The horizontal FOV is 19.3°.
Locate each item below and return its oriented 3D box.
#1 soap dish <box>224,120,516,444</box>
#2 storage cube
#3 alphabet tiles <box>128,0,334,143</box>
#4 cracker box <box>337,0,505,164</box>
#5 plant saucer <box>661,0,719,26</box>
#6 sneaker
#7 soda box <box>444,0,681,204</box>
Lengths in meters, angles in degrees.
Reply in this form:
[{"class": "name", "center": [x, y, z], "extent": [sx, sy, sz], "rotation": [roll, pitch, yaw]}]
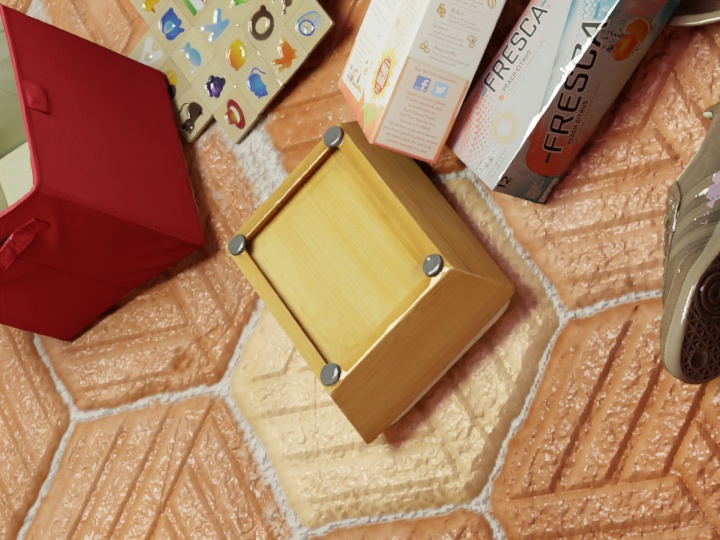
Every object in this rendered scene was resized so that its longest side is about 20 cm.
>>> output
[{"class": "soap dish", "center": [0.000, 0.000, 1.536], "extent": [0.157, 0.081, 0.200], "rotation": [-46, 53, 12]}, {"class": "storage cube", "center": [-0.255, -0.074, 1.666], "extent": [0.171, 0.180, 0.200], "rotation": [-34, 56, 29]}, {"class": "alphabet tiles", "center": [-0.105, -0.207, 1.693], "extent": [0.200, 0.006, 0.167], "rotation": [-48, 65, 25]}, {"class": "cracker box", "center": [0.055, -0.193, 1.516], "extent": [0.134, 0.058, 0.200], "rotation": [-114, 43, -64]}, {"class": "plant saucer", "center": [0.250, -0.261, 1.491], "extent": [0.200, 0.029, 0.200], "rotation": [-13, 66, 30]}, {"class": "sneaker", "center": [0.235, -0.021, 1.403], "extent": [0.075, 0.070, 0.200], "rotation": [10, 75, 56]}, {"class": "soda box", "center": [0.143, -0.147, 1.479], "extent": [0.068, 0.064, 0.200], "rotation": [47, 113, 37]}]
